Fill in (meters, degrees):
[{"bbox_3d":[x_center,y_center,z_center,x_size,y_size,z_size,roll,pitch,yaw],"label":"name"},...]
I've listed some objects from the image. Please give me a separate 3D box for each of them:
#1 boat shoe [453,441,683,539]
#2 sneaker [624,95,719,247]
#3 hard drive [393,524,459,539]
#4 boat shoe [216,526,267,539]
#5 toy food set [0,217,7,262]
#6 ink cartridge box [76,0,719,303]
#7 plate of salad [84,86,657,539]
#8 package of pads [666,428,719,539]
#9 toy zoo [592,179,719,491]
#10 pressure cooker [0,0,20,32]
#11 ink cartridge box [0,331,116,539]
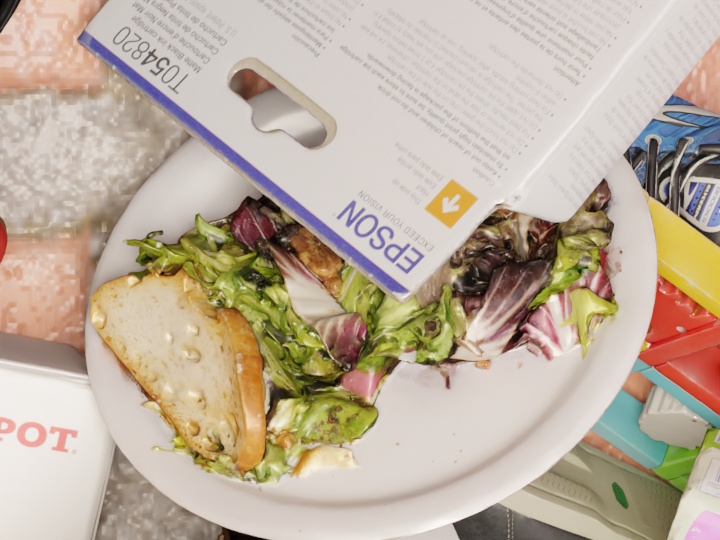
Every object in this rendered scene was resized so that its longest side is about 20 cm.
[{"bbox_3d":[0.098,0.117,1.039,0.199,0.072,0.068,29,116,-23],"label":"boat shoe"},{"bbox_3d":[0.107,-0.038,0.992,0.199,0.089,0.079,15,95,-19],"label":"sneaker"},{"bbox_3d":[-0.057,0.124,0.867,0.131,0.200,0.026,-26,86,21],"label":"hard drive"},{"bbox_3d":[-0.024,0.115,0.992,0.067,0.072,0.202,2,102,-18],"label":"boat shoe"},{"bbox_3d":[-0.191,0.035,0.801,0.197,0.049,0.200,12,119,-54],"label":"toy food set"},{"bbox_3d":[0.027,-0.103,0.908,0.200,0.199,0.041,-48,141,-3],"label":"ink cartridge box"},{"bbox_3d":[0.000,0.000,0.897,0.199,0.200,0.048,-31,142,-9],"label":"plate of salad"},{"bbox_3d":[0.166,0.177,0.970,0.154,0.068,0.201,19,112,9],"label":"package of pads"},{"bbox_3d":[0.109,0.028,0.987,0.199,0.131,0.021,35,61,-20],"label":"toy zoo"},{"bbox_3d":[-0.202,-0.120,0.841,0.199,0.176,0.180,21,96,-18],"label":"pressure cooker"},{"bbox_3d":[-0.179,0.115,0.939,0.145,0.084,0.201,12,96,-19],"label":"ink cartridge box"}]
